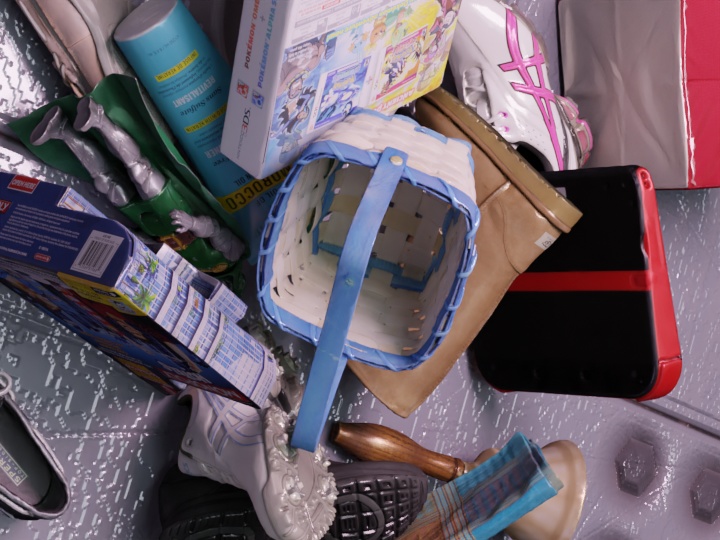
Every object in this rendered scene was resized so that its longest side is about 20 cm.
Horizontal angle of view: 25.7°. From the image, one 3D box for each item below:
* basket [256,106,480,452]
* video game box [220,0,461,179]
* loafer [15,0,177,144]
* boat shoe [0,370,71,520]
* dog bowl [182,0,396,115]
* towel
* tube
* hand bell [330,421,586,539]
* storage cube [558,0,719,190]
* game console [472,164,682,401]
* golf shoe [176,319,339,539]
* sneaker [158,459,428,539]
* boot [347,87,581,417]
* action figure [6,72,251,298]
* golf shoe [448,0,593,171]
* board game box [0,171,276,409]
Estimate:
[{"bbox_3d":[0.000,0.000,1.032,0.138,0.200,0.177,17,124,-2],"label":"basket"},{"bbox_3d":[-0.001,-0.175,1.051,0.200,0.047,0.183,-31,144,-41],"label":"video game box"},{"bbox_3d":[-0.192,-0.167,1.070,0.201,0.063,0.072,63,28,-23],"label":"loafer"},{"bbox_3d":[-0.260,0.088,1.015,0.074,0.068,0.200,-42,113,-26],"label":"boat shoe"},{"bbox_3d":[-0.045,-0.171,1.161,0.199,0.059,0.201,0,91,-34],"label":"dog bowl"},{"bbox_3d":[0.051,0.187,1.141,0.199,0.147,0.022,-32,96,1],"label":"towel"},{"bbox_3d":[-0.095,-0.097,1.088,0.077,0.050,0.200,-30,121,7],"label":"tube"},{"bbox_3d":[0.067,0.158,1.242,0.199,0.104,0.105,19,80,-21],"label":"hand bell"},{"bbox_3d":[0.285,-0.152,1.306,0.179,0.200,0.172,-5,95,-27],"label":"storage cube"},{"bbox_3d":[0.156,0.011,1.215,0.031,0.199,0.178,-12,97,-41],"label":"game console"},{"bbox_3d":[-0.076,0.127,1.071,0.097,0.200,0.078,-33,122,9],"label":"golf shoe"},{"bbox_3d":[-0.050,0.155,1.123,0.199,0.091,0.076,-4,127,-16],"label":"sneaker"},{"bbox_3d":[0.043,-0.021,1.183,0.200,0.175,0.066,-47,148,8],"label":"boot"},{"bbox_3d":[-0.139,-0.044,1.083,0.200,0.118,0.055,47,48,-37],"label":"action figure"},{"bbox_3d":[0.115,-0.137,1.250,0.200,0.072,0.092,53,48,-23],"label":"golf shoe"},{"bbox_3d":[-0.144,0.023,1.043,0.200,0.199,0.062,44,69,-42],"label":"board game box"}]
